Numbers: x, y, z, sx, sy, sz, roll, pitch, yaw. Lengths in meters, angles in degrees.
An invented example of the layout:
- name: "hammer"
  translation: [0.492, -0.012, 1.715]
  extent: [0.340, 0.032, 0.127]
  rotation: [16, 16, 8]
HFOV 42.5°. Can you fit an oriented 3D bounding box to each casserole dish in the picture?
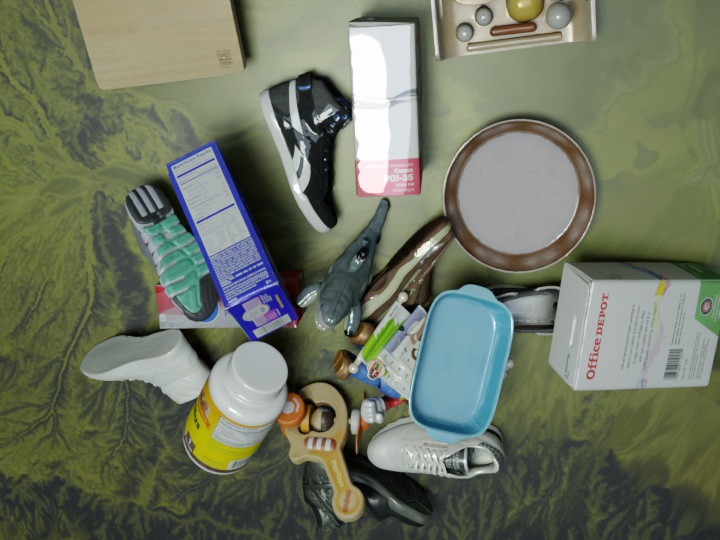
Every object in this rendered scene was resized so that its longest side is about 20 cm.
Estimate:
- name: "casserole dish"
  translation: [0.125, 0.118, 1.188]
  extent: [0.119, 0.039, 0.204]
  rotation: [14, 90, -13]

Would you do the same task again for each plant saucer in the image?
- name: "plant saucer"
  translation: [0.206, -0.098, 1.208]
  extent: [0.196, 0.035, 0.204]
  rotation: [2, 108, 7]

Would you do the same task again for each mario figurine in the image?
- name: "mario figurine"
  translation: [0.067, 0.149, 1.241]
  extent: [0.198, 0.107, 0.124]
  rotation: [30, 126, -19]

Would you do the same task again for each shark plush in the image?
- name: "shark plush"
  translation: [0.000, 0.000, 1.201]
  extent: [0.090, 0.083, 0.200]
  rotation: [39, 66, 5]

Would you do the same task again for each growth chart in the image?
- name: "growth chart"
  translation: [0.098, 0.119, 1.216]
  extent: [0.198, 0.018, 0.146]
  rotation: [34, 80, -12]

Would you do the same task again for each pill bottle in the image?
- name: "pill bottle"
  translation: [-0.166, 0.183, 1.248]
  extent: [0.108, 0.110, 0.201]
  rotation: [30, 133, -3]

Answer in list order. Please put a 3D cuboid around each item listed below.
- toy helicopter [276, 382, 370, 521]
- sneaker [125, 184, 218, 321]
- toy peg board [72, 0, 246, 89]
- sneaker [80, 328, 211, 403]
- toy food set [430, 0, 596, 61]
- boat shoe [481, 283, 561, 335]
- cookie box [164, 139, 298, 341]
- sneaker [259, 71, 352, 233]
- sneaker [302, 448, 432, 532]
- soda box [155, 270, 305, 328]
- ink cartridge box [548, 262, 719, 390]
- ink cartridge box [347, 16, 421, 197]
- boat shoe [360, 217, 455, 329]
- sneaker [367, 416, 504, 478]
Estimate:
- name: "toy helicopter"
  translation: [-0.033, 0.247, 1.283]
  extent: [0.130, 0.079, 0.202]
  rotation: [-21, 61, -5]
- name: "sneaker"
  translation: [-0.250, -0.016, 1.241]
  extent: [0.074, 0.088, 0.202]
  rotation: [-23, 76, -22]
- name: "toy peg board"
  translation: [-0.251, -0.351, 1.168]
  extent: [0.196, 0.098, 0.202]
  rotation: [-4, 122, 9]
- name: "sneaker"
  translation: [-0.302, 0.150, 1.323]
  extent: [0.197, 0.074, 0.116]
  rotation: [-8, 134, 32]
- name: "toy food set"
  translation: [0.182, -0.340, 1.123]
  extent: [0.196, 0.061, 0.146]
  rotation: [-5, 107, 8]
- name: "boat shoe"
  translation: [0.255, 0.050, 1.233]
  extent: [0.196, 0.060, 0.075]
  rotation: [3, 106, 6]
- name: "cookie box"
  translation: [-0.159, -0.032, 1.160]
  extent: [0.074, 0.171, 0.202]
  rotation: [-25, 73, -4]
- name: "sneaker"
  translation: [-0.046, -0.156, 1.199]
  extent: [0.110, 0.073, 0.203]
  rotation: [-20, 102, 14]
- name: "sneaker"
  translation: [0.003, 0.339, 1.347]
  extent: [0.197, 0.076, 0.116]
  rotation: [22, 110, 3]
- name: "soda box"
  translation: [-0.178, 0.039, 1.277]
  extent: [0.196, 0.070, 0.065]
  rotation: [-2, 104, 7]
- name: "ink cartridge box"
  translation: [0.352, 0.069, 1.184]
  extent: [0.196, 0.084, 0.148]
  rotation: [0, 108, -15]
- name: "ink cartridge box"
  translation: [0.034, -0.205, 1.137]
  extent: [0.081, 0.147, 0.204]
  rotation: [-1, 107, 6]
- name: "boat shoe"
  translation: [0.067, 0.016, 1.243]
  extent: [0.075, 0.075, 0.202]
  rotation: [40, 120, -9]
- name: "sneaker"
  translation: [0.104, 0.256, 1.305]
  extent: [0.196, 0.081, 0.078]
  rotation: [-6, 108, 10]
